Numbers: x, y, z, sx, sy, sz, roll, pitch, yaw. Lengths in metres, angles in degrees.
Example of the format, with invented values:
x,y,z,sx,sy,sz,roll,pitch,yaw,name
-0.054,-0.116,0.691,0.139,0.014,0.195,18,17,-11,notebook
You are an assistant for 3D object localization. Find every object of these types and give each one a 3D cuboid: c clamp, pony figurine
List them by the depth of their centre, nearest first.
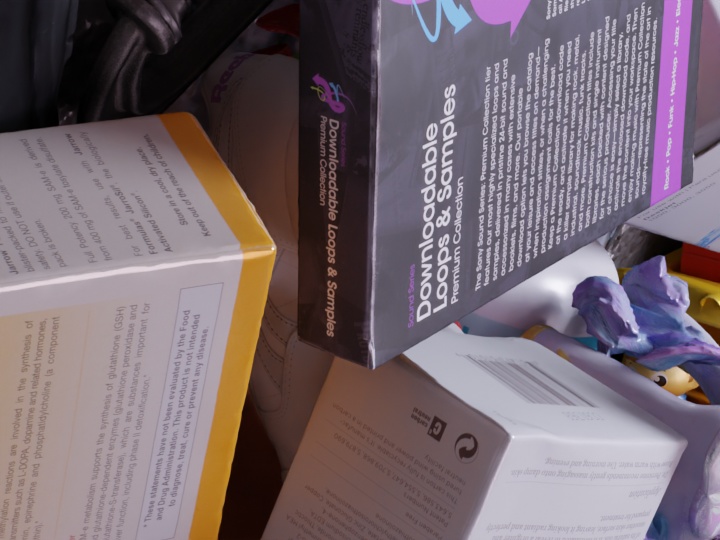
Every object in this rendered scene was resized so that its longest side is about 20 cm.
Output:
x,y,z,sx,sy,sz,roll,pitch,yaw,name
-0.026,-0.121,0.783,0.200,0.027,0.171,-48,177,-8,c clamp
0.139,0.076,0.896,0.166,0.200,0.194,29,97,-42,pony figurine

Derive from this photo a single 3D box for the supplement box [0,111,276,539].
x,y,z,sx,sy,sz,roll,pitch,yaw,name
-0.136,0.032,0.710,0.199,0.074,0.126,-8,133,-27,supplement box

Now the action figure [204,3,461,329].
x,y,z,sx,sy,sz,roll,pitch,yaw,name
0.000,0.000,0.914,0.201,0.051,0.065,66,32,-21,action figure

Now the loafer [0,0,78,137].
x,y,z,sx,sy,sz,roll,pitch,yaw,name
-0.127,-0.050,0.749,0.070,0.068,0.201,2,135,-11,loafer

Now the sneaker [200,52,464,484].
x,y,z,sx,sy,sz,roll,pitch,yaw,name
-0.014,0.010,0.857,0.075,0.099,0.201,-31,132,-36,sneaker

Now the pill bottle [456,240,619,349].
x,y,z,sx,sy,sz,roll,pitch,yaw,name
0.039,0.037,1.013,0.111,0.111,0.201,-6,120,-54,pill bottle

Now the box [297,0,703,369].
x,y,z,sx,sy,sz,roll,pitch,yaw,name
0.051,-0.069,0.789,0.200,0.036,0.144,-29,127,-49,box

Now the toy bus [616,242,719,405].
x,y,z,sx,sy,sz,roll,pitch,yaw,name
0.181,0.042,1.224,0.200,0.135,0.193,-21,119,-43,toy bus

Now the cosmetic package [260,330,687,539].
x,y,z,sx,sy,sz,roll,pitch,yaw,name
0.018,0.126,0.826,0.113,0.081,0.201,9,110,-51,cosmetic package

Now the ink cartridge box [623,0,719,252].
x,y,z,sx,sy,sz,roll,pitch,yaw,name
0.143,-0.090,1.011,0.084,0.145,0.200,-31,159,25,ink cartridge box

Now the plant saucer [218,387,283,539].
x,y,z,sx,sy,sz,roll,pitch,yaw,name
-0.055,0.079,0.877,0.200,0.037,0.201,26,58,-52,plant saucer
